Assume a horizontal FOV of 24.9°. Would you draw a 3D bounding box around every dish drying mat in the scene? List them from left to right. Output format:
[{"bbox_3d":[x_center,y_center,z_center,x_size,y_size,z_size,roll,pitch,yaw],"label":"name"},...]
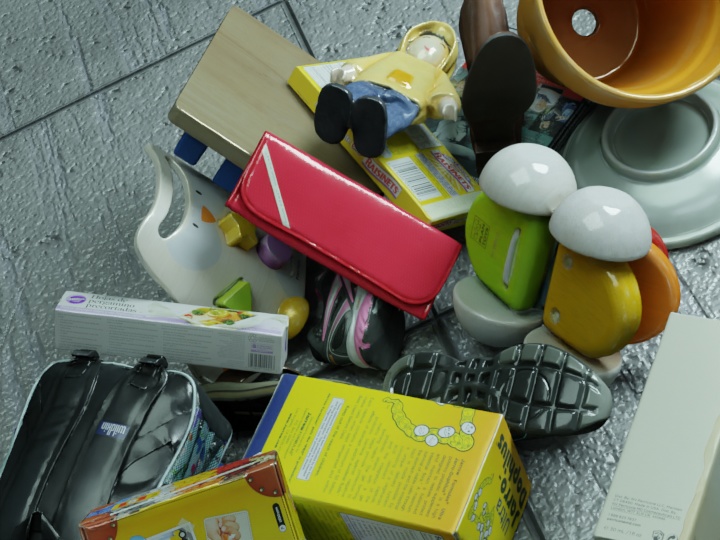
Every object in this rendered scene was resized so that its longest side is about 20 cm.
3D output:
[{"bbox_3d":[-0.013,-0.038,1.393,0.199,0.018,0.077,30,79,-9],"label":"dish drying mat"}]

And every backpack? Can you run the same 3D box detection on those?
[{"bbox_3d":[-0.213,0.188,1.351,0.176,0.151,0.201,5,52,26],"label":"backpack"}]

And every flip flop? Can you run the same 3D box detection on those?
[{"bbox_3d":[-0.091,0.107,1.419,0.198,0.081,0.058,-5,53,26],"label":"flip flop"}]

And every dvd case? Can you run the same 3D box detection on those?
[{"bbox_3d":[0.135,-0.148,1.567,0.145,0.022,0.201,22,63,34],"label":"dvd case"}]

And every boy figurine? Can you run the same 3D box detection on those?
[{"bbox_3d":[0.039,-0.165,1.465,0.123,0.065,0.200,22,36,20],"label":"boy figurine"}]

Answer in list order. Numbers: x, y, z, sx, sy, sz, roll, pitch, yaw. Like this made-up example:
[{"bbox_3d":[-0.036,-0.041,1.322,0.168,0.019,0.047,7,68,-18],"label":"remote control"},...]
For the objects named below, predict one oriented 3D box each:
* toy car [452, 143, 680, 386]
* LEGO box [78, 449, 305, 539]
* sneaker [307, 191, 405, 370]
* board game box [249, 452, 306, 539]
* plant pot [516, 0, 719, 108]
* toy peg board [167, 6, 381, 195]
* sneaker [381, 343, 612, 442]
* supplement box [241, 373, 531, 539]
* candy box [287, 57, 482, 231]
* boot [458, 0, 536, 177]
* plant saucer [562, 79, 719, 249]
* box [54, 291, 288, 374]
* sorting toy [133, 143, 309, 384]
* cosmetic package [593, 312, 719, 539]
[{"bbox_3d":[0.180,-0.007,1.362,0.149,0.177,0.200,-14,36,-38],"label":"toy car"},{"bbox_3d":[-0.100,0.250,1.174,0.147,0.077,0.202,-17,90,-2],"label":"LEGO box"},{"bbox_3d":[0.000,0.000,1.469,0.086,0.081,0.201,-7,44,31],"label":"sneaker"},{"bbox_3d":[-0.115,0.275,1.234,0.199,0.041,0.201,-29,90,-2],"label":"board game box"},{"bbox_3d":[0.222,-0.238,1.451,0.200,0.201,0.183,-38,5,-10],"label":"plant pot"},{"bbox_3d":[-0.081,-0.112,1.499,0.098,0.199,0.200,-51,12,35],"label":"toy peg board"},{"bbox_3d":[0.117,0.104,1.318,0.198,0.079,0.076,3,65,34],"label":"sneaker"},{"bbox_3d":[0.019,0.170,1.299,0.198,0.109,0.110,9,57,27],"label":"supplement box"},{"bbox_3d":[0.028,-0.117,1.488,0.200,0.102,0.026,50,124,20],"label":"candy box"},{"bbox_3d":[0.119,-0.210,1.490,0.063,0.187,0.202,2,53,-1],"label":"boot"},{"bbox_3d":[0.272,-0.111,1.462,0.198,0.050,0.202,-11,49,13],"label":"plant saucer"},{"bbox_3d":[-0.160,0.052,1.387,0.198,0.042,0.039,5,25,5],"label":"box"},{"bbox_3d":[-0.136,-0.024,1.459,0.106,0.180,0.202,-25,45,28],"label":"sorting toy"},{"bbox_3d":[0.245,0.145,1.230,0.072,0.104,0.201,10,59,27],"label":"cosmetic package"}]
